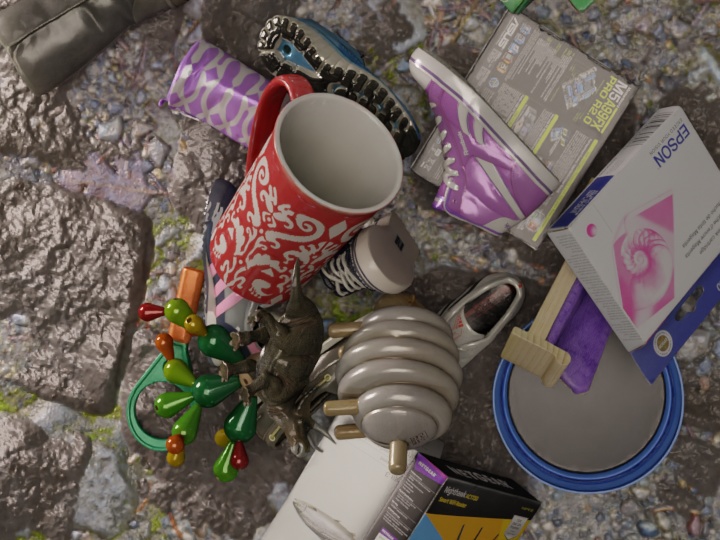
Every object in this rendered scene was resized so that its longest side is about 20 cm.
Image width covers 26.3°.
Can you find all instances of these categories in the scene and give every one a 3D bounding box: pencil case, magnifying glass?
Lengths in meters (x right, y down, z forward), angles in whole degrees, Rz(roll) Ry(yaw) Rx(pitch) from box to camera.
[{"bbox_3d":[-0.111,-0.159,1.604,0.199,0.084,0.086,31,87,1],"label":"pencil case"},{"bbox_3d":[-0.201,0.096,1.665,0.079,0.022,0.201,13,97,4],"label":"magnifying glass"}]

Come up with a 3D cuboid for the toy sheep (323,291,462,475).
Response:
[{"bbox_3d":[0.035,0.108,1.505,0.137,0.138,0.201,-1,60,5],"label":"toy sheep"}]

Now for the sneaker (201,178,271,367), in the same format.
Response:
[{"bbox_3d":[-0.122,0.003,1.626,0.081,0.070,0.202,1,103,11],"label":"sneaker"}]

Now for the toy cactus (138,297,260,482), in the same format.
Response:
[{"bbox_3d":[-0.138,0.114,1.577,0.164,0.102,0.201,-16,88,7],"label":"toy cactus"}]

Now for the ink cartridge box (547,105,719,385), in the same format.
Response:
[{"bbox_3d":[0.301,-0.025,1.527,0.196,0.043,0.200,-46,109,-26],"label":"ink cartridge box"}]

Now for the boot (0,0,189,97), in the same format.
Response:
[{"bbox_3d":[-0.301,-0.306,1.626,0.199,0.073,0.183,-25,90,13],"label":"boot"}]

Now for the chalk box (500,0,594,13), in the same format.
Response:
[{"bbox_3d":[0.172,-0.349,1.529,0.200,0.124,0.124,45,73,1],"label":"chalk box"}]

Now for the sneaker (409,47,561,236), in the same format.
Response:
[{"bbox_3d":[0.095,-0.122,1.554,0.114,0.073,0.201,-42,89,10],"label":"sneaker"}]

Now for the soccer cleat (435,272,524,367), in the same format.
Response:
[{"bbox_3d":[0.089,0.072,1.591,0.200,0.085,0.069,-39,89,-4],"label":"soccer cleat"}]

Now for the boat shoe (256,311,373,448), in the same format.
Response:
[{"bbox_3d":[-0.034,0.111,1.622,0.201,0.072,0.060,-37,80,13],"label":"boat shoe"}]

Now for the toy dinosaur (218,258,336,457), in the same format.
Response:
[{"bbox_3d":[-0.075,0.080,1.517,0.102,0.077,0.201,0,103,-35],"label":"toy dinosaur"}]

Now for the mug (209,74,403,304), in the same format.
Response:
[{"bbox_3d":[-0.059,-0.078,1.517,0.133,0.200,0.178,21,51,-17],"label":"mug"}]

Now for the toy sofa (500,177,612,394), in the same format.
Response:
[{"bbox_3d":[0.228,0.018,1.551,0.097,0.083,0.201,28,70,6],"label":"toy sofa"}]

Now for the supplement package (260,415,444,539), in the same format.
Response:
[{"bbox_3d":[-0.014,0.243,1.609,0.116,0.117,0.201,31,96,3],"label":"supplement package"}]

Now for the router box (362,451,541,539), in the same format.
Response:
[{"bbox_3d":[0.085,0.272,1.567,0.051,0.200,0.150,36,97,36],"label":"router box"}]

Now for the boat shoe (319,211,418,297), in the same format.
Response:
[{"bbox_3d":[0.000,0.000,1.554,0.092,0.200,0.075,-32,92,14],"label":"boat shoe"}]

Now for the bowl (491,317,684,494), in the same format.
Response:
[{"bbox_3d":[0.237,0.132,1.619,0.199,0.039,0.202,0,94,4],"label":"bowl"}]

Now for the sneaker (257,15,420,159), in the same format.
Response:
[{"bbox_3d":[-0.008,-0.197,1.587,0.200,0.090,0.078,45,123,8],"label":"sneaker"}]

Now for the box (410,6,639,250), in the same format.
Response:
[{"bbox_3d":[0.169,-0.147,1.602,0.160,0.044,0.201,31,96,1],"label":"box"}]
